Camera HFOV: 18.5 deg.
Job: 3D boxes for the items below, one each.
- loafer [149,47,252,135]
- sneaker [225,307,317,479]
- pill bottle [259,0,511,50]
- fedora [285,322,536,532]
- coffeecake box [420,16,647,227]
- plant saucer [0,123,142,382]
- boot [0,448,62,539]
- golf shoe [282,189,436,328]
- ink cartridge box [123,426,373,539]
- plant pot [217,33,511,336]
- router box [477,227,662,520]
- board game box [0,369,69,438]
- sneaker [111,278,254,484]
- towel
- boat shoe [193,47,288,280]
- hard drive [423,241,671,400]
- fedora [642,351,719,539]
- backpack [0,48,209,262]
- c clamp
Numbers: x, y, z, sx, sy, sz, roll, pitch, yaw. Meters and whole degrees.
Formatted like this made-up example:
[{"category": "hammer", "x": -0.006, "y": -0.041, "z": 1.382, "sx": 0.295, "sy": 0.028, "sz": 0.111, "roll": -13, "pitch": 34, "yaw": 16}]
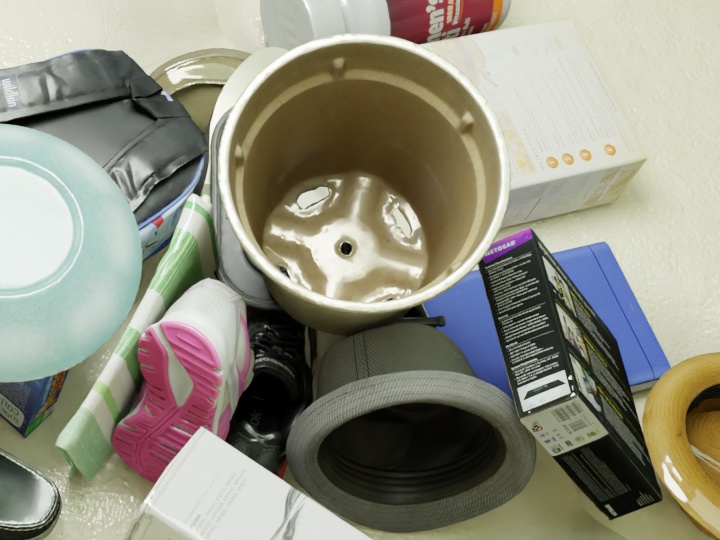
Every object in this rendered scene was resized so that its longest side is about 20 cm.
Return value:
[{"category": "loafer", "x": -0.081, "y": -0.130, "z": 1.803, "sx": 0.199, "sy": 0.076, "sz": 0.068, "roll": 2, "pitch": 52, "yaw": -19}, {"category": "sneaker", "x": -0.066, "y": 0.076, "z": 1.663, "sx": 0.070, "sy": 0.098, "sz": 0.201, "roll": 18, "pitch": 53, "yaw": -6}, {"category": "pill bottle", "x": 0.021, "y": -0.231, "z": 1.884, "sx": 0.199, "sy": 0.110, "sz": 0.110, "roll": -20, "pitch": 67, "yaw": -28}, {"category": "fedora", "x": 0.033, "y": 0.105, "z": 1.625, "sx": 0.200, "sy": 0.176, "sz": 0.091, "roll": 41, "pitch": 32, "yaw": -47}, {"category": "coffeecake box", "x": 0.117, "y": -0.120, "z": 1.873, "sx": 0.199, "sy": 0.073, "sz": 0.154, "roll": -13, "pitch": 64, "yaw": -27}, {"category": "plant saucer", "x": -0.246, "y": -0.022, "z": 1.523, "sx": 0.200, "sy": 0.039, "sz": 0.202, "roll": 7, "pitch": 62, "yaw": -13}, {"category": "boot", "x": -0.294, "y": 0.116, "z": 1.512, "sx": 0.203, "sy": 0.154, "sz": 0.074, "roll": 22, "pitch": 59, "yaw": -5}, {"category": "golf shoe", "x": 0.000, "y": 0.000, "z": 1.741, "sx": 0.072, "sy": 0.092, "sz": 0.200, "roll": -26, "pitch": 69, "yaw": -31}, {"category": "ink cartridge box", "x": -0.067, "y": 0.219, "z": 1.539, "sx": 0.199, "sy": 0.146, "sz": 0.085, "roll": 32, "pitch": 54, "yaw": 0}, {"category": "plant pot", "x": -0.004, "y": -0.042, "z": 1.583, "sx": 0.199, "sy": 0.184, "sz": 0.202, "roll": 1, "pitch": 73, "yaw": -4}, {"category": "router box", "x": 0.158, "y": 0.080, "z": 1.656, "sx": 0.051, "sy": 0.200, "sz": 0.150, "roll": -22, "pitch": 55, "yaw": 15}, {"category": "board game box", "x": -0.292, "y": 0.017, "z": 1.592, "sx": 0.200, "sy": 0.136, "sz": 0.034, "roll": 41, "pitch": 54, "yaw": 7}, {"category": "sneaker", "x": -0.116, "y": 0.085, "z": 1.575, "sx": 0.081, "sy": 0.200, "sz": 0.088, "roll": 29, "pitch": 48, "yaw": 7}, {"category": "towel", "x": -0.157, "y": 0.051, "z": 1.573, "sx": 0.023, "sy": 0.153, "sz": 0.201, "roll": 28, "pitch": 77, "yaw": 5}, {"category": "boat shoe", "x": -0.093, "y": -0.079, "z": 1.738, "sx": 0.071, "sy": 0.063, "sz": 0.201, "roll": 17, "pitch": 73, "yaw": -5}, {"category": "hard drive", "x": 0.142, "y": 0.053, "z": 1.801, "sx": 0.199, "sy": 0.025, "sz": 0.132, "roll": -12, "pitch": 64, "yaw": -27}, {"category": "fedora", "x": 0.308, "y": 0.162, "z": 1.759, "sx": 0.199, "sy": 0.082, "sz": 0.201, "roll": 8, "pitch": 52, "yaw": -10}, {"category": "backpack", "x": -0.217, "y": -0.067, "z": 1.665, "sx": 0.190, "sy": 0.154, "sz": 0.200, "roll": -33, "pitch": 79, "yaw": -25}, {"category": "c clamp", "x": -0.033, "y": -0.042, "z": 1.692, "sx": 0.170, "sy": 0.027, "sz": 0.201, "roll": -6, "pitch": 72, "yaw": -7}]
